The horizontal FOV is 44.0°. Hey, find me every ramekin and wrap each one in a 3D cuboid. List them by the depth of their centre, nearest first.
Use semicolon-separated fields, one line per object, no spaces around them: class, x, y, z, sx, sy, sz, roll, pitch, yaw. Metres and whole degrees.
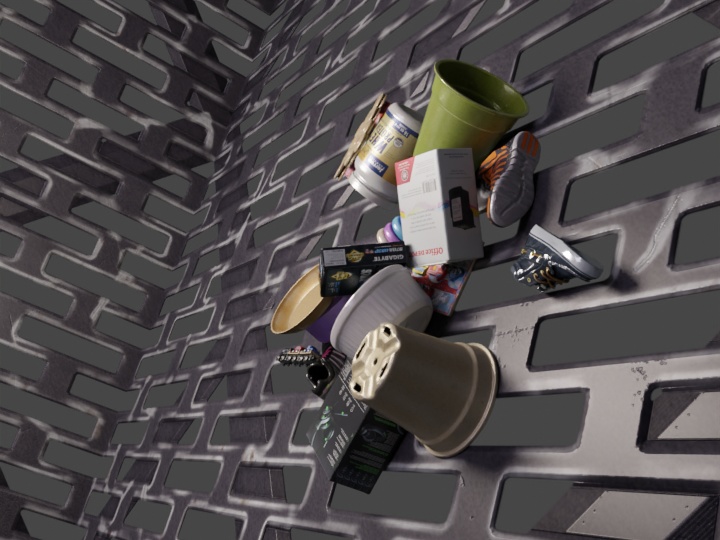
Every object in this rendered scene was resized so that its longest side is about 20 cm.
ramekin;0.047;0.095;1.631;0.094;0.202;0.203;41;108;21

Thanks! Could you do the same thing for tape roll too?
tape roll;-0.046;0.059;1.928;0.200;0.066;0.200;-40;21;18

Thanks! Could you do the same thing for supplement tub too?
supplement tub;0.077;-0.247;1.947;0.200;0.144;0.145;-56;25;17

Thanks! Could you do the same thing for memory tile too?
memory tile;0.000;-0.306;2.040;0.153;0.017;0.201;-51;13;49

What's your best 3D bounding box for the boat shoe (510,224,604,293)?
boat shoe;0.298;0.000;1.364;0.091;0.071;0.200;-61;18;9

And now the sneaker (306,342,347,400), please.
sneaker;-0.069;0.199;1.868;0.074;0.087;0.200;-49;28;29

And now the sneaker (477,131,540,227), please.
sneaker;0.255;-0.148;1.596;0.112;0.077;0.201;-30;30;57

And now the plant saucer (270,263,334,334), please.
plant saucer;-0.109;0.065;1.897;0.200;0.035;0.200;-40;21;19

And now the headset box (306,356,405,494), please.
headset box;-0.005;0.286;1.644;0.201;0.092;0.174;-62;25;8

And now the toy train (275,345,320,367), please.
toy train;-0.143;0.200;2.086;0.046;0.034;0.200;-58;21;-19

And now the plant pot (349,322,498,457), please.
plant pot;0.090;0.180;1.453;0.200;0.183;0.201;-44;31;36

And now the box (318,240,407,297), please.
box;0.000;0.000;1.720;0.200;0.158;0.046;105;160;-72

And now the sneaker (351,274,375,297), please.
sneaker;0.011;0.066;1.738;0.073;0.071;0.200;-37;-27;-24

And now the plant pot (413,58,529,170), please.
plant pot;0.195;-0.274;1.725;0.200;0.199;0.190;-99;29;-52

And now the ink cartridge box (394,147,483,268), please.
ink cartridge box;0.141;-0.111;1.626;0.146;0.082;0.201;-8;88;60

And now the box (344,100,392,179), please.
box;0.057;-0.279;2.072;0.201;0.099;0.096;-58;25;10

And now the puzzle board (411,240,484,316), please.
puzzle board;0.151;0.001;1.710;0.151;0.017;0.200;-65;25;-3

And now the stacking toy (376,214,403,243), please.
stacking toy;0.127;-0.108;1.807;0.200;0.085;0.086;-43;31;25
